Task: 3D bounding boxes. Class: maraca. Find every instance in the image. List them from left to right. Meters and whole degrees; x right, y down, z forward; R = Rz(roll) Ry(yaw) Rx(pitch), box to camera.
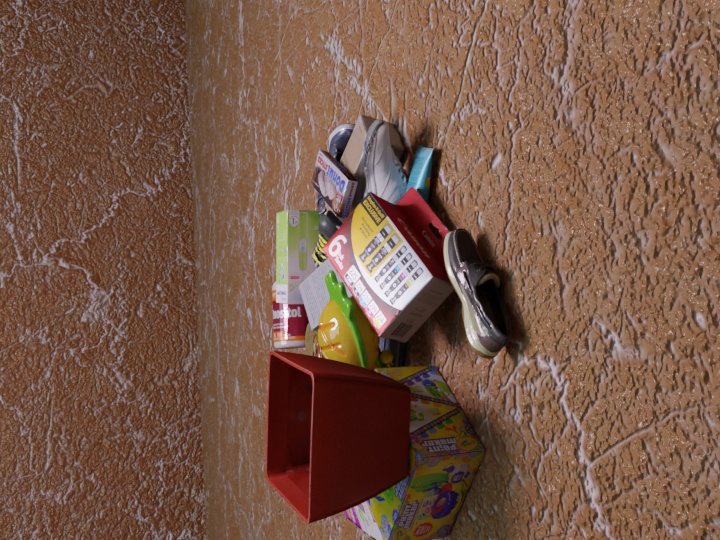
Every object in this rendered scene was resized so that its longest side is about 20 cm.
[{"bbox_3d":[-0.024,0.097,1.239,0.137,0.105,0.204,42,149,53],"label":"maraca"}]

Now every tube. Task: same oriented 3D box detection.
[{"bbox_3d":[0.095,-0.113,1.256,0.077,0.049,0.206,-149,66,-66],"label":"tube"}]

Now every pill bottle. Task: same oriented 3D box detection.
[{"bbox_3d":[-0.160,0.086,1.760,0.113,0.110,0.206,160,108,-65],"label":"pill bottle"}]

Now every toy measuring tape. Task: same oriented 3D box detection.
[{"bbox_3d":[-0.010,0.213,1.338,0.199,0.073,0.075,-39,50,24],"label":"toy measuring tape"}]

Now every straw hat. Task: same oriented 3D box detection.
[{"bbox_3d":[-0.061,0.202,1.559,0.201,0.083,0.207,173,90,-75],"label":"straw hat"}]

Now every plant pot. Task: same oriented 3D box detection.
[{"bbox_3d":[-0.030,0.234,1.082,0.199,0.172,0.206,-172,84,-64],"label":"plant pot"}]

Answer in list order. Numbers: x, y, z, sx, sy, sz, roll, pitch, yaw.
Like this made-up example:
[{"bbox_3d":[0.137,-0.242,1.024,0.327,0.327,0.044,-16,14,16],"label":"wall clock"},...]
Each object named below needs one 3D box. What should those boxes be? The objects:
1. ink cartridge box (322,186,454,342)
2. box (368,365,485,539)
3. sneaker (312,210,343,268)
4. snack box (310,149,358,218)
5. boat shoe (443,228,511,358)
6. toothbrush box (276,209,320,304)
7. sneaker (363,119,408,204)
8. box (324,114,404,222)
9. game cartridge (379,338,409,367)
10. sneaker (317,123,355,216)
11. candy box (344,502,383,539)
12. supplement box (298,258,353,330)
[{"bbox_3d":[0.057,-0.022,1.165,0.176,0.083,0.201,-48,55,18],"label":"ink cartridge box"},{"bbox_3d":[0.083,0.299,1.180,0.194,0.119,0.204,-120,38,-49],"label":"box"},{"bbox_3d":[-0.054,-0.039,1.370,0.075,0.084,0.201,46,171,22],"label":"sneaker"},{"bbox_3d":[-0.053,-0.169,1.386,0.200,0.024,0.074,-127,51,-59],"label":"snack box"},{"bbox_3d":[0.176,0.023,1.044,0.065,0.072,0.204,-42,55,45],"label":"boat shoe"},{"bbox_3d":[-0.109,-0.029,1.604,0.086,0.142,0.206,-179,90,-65],"label":"toothbrush box"},{"bbox_3d":[0.046,-0.177,1.284,0.076,0.085,0.203,-86,-4,-48],"label":"sneaker"},{"bbox_3d":[0.004,-0.185,1.391,0.096,0.076,0.202,-107,35,-47],"label":"box"},{"bbox_3d":[0.047,0.182,1.378,0.129,0.037,0.206,25,113,60],"label":"game cartridge"},{"bbox_3d":[-0.041,-0.196,1.509,0.203,0.075,0.150,121,152,-57],"label":"sneaker"},{"bbox_3d":[0.016,0.425,1.370,0.199,0.060,0.140,-1,107,67],"label":"candy box"},{"bbox_3d":[-0.012,0.023,1.342,0.199,0.100,0.105,-41,57,33],"label":"supplement box"}]
